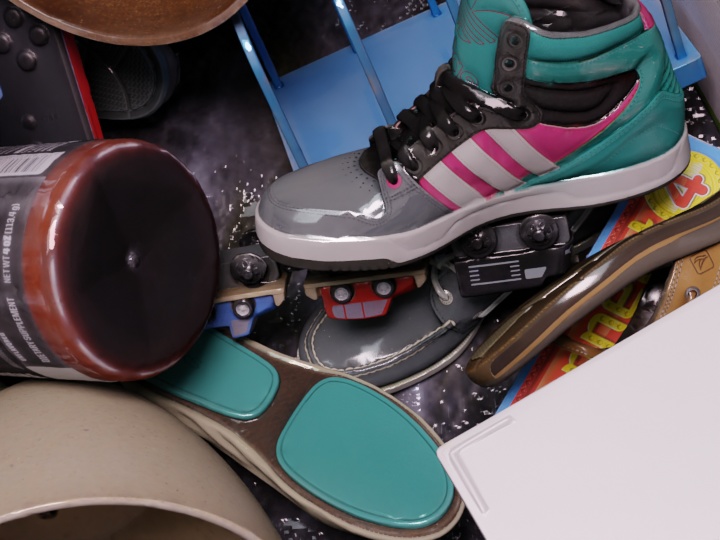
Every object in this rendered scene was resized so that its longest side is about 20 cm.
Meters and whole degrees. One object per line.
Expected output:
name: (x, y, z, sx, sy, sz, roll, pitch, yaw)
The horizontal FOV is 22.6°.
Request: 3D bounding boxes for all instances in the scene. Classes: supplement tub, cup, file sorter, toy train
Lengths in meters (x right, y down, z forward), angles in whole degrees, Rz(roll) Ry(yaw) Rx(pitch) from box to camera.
supplement tub: (-0.167, -0.004, 0.829, 0.199, 0.107, 0.107, -1, 65, 40)
cup: (-0.128, 0.130, 0.803, 0.199, 0.201, 0.143, -22, 37, 1)
file sorter: (0.157, 0.096, 0.719, 0.199, 0.125, 0.139, -30, 65, -2)
file sorter: (0.037, -0.132, 0.869, 0.199, 0.123, 0.139, -24, 38, 2)
toy train: (0.000, 0.000, 0.835, 0.199, 0.046, 0.034, -7, 27, 10)

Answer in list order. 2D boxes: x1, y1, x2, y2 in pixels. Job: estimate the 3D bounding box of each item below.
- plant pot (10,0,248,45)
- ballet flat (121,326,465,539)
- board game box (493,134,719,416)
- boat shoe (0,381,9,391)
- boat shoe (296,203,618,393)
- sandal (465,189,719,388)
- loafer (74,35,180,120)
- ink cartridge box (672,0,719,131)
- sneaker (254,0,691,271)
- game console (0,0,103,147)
plant pot: (-0.084, -0.235, 0.826, 0.186, 0.188, 0.200, 13, 42, 16)
ballet flat: (-0.032, 0.076, 0.856, 0.200, 0.070, 0.070, 31, 77, 24)
board game box: (0.180, 0.062, 0.827, 0.195, 0.056, 0.201, 27, 75, 19)
boat shoe: (-0.266, 0.048, 0.914, 0.199, 0.063, 0.074, 13, 72, 16)
boat shoe: (0.049, -0.010, 0.878, 0.200, 0.062, 0.073, -33, 67, -3)
sandal: (0.139, 0.004, 0.798, 0.199, 0.082, 0.055, -28, 88, -9)
loafer: (-0.179, -0.140, 0.975, 0.199, 0.063, 0.072, 21, 116, 16)
ink cartridge box: (0.175, -0.168, 0.842, 0.075, 0.200, 0.148, -25, 66, 0)
sneaker: (0.043, -0.076, 0.774, 0.199, 0.121, 0.084, -16, 35, -6)
game console: (-0.224, -0.080, 0.903, 0.199, 0.031, 0.178, -8, 104, 23)
